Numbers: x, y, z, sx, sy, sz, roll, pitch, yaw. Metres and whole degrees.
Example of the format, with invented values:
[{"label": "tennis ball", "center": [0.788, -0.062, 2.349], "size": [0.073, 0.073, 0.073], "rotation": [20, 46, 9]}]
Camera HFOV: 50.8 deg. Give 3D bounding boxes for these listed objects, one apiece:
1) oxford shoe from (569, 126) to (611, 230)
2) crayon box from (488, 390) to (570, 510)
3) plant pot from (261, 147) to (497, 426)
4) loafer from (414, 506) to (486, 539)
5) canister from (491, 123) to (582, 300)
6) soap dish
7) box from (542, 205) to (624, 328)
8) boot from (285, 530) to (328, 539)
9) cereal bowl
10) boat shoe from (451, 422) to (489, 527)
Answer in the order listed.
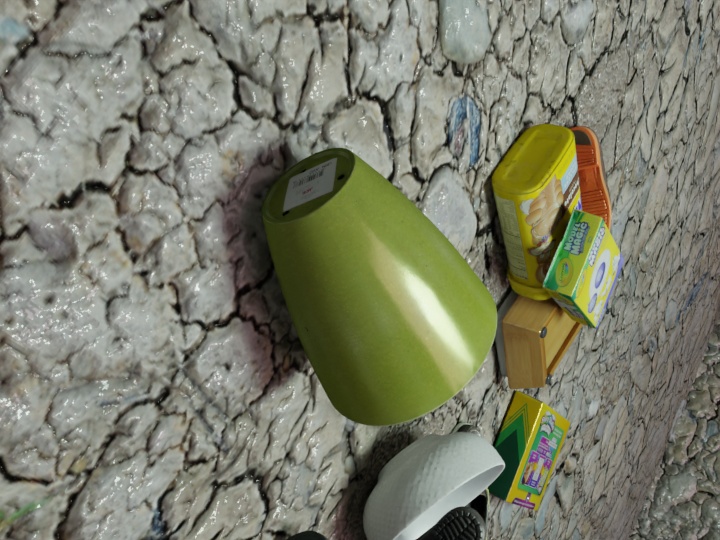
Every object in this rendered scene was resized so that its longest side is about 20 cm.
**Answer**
[{"label": "oxford shoe", "center": [0.359, -0.121, 1.174], "size": [0.072, 0.070, 0.205], "rotation": [-19, 106, -55]}, {"label": "crayon box", "center": [0.293, 0.321, 1.334], "size": [0.199, 0.057, 0.176], "rotation": [36, 74, -56]}, {"label": "plant pot", "center": [0.000, 0.000, 0.677], "size": [0.188, 0.185, 0.201], "rotation": [-52, 127, -25]}, {"label": "loafer", "center": [0.085, 0.366, 0.937], "size": [0.199, 0.074, 0.071], "rotation": [-41, 158, 15]}, {"label": "canister", "center": [0.252, -0.081, 1.059], "size": [0.149, 0.085, 0.202], "rotation": [-51, 140, -26]}, {"label": "soap dish", "center": [0.289, 0.071, 1.188], "size": [0.200, 0.080, 0.159], "rotation": [-48, 140, -30]}, {"label": "box", "center": [0.313, -0.003, 1.062], "size": [0.199, 0.048, 0.120], "rotation": [32, 80, -54]}, {"label": "boot", "center": [-0.064, 0.390, 0.856], "size": [0.203, 0.068, 0.174], "rotation": [-60, 148, -4]}, {"label": "cereal bowl", "center": [0.080, 0.268, 0.949], "size": [0.198, 0.084, 0.201], "rotation": [-31, 154, -16]}, {"label": "boat shoe", "center": [0.157, 0.323, 1.090], "size": [0.071, 0.060, 0.206], "rotation": [17, 73, -30]}]
